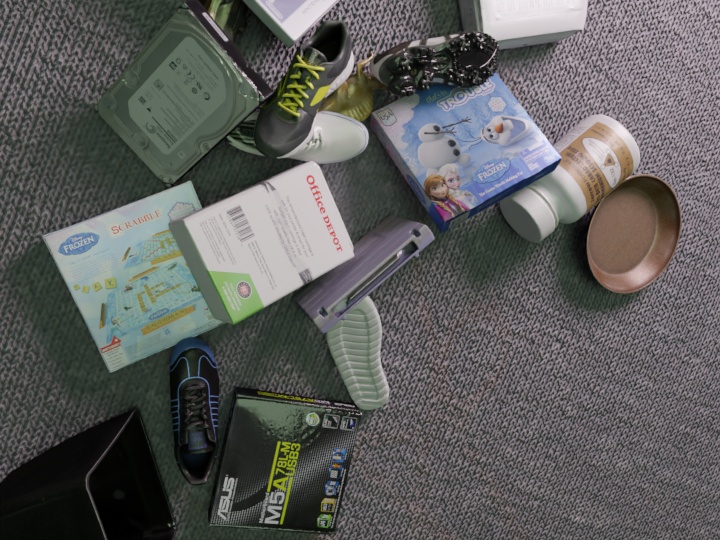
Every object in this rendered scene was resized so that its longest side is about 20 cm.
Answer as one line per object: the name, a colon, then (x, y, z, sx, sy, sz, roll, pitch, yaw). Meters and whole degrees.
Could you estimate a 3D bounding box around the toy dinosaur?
toy dinosaur: (-0.030, -0.250, 0.842, 0.200, 0.058, 0.101, -34, 106, -9)

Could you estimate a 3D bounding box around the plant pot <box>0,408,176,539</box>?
plant pot: (-0.367, 0.325, 0.757, 0.177, 0.200, 0.200, -14, 101, -3)

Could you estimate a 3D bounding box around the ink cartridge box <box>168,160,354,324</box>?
ink cartridge box: (-0.128, -0.040, 0.802, 0.200, 0.084, 0.146, -30, 105, -28)

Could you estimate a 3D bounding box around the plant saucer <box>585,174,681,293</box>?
plant saucer: (0.449, -0.062, 1.001, 0.200, 0.037, 0.201, -6, 106, -19)

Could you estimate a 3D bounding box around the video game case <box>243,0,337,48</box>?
video game case: (-0.113, -0.416, 0.776, 0.200, 0.023, 0.182, 44, 58, -16)

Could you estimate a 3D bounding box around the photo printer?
photo printer: (0.246, -0.423, 0.891, 0.200, 0.069, 0.167, -14, 101, -14)

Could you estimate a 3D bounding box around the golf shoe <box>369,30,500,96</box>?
golf shoe: (0.105, -0.299, 0.838, 0.200, 0.094, 0.078, -15, 123, -28)

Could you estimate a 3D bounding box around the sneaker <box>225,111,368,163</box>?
sneaker: (-0.088, -0.177, 0.809, 0.199, 0.071, 0.073, 0, 114, -3)

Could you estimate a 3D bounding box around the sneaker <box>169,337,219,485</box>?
sneaker: (-0.224, 0.195, 0.817, 0.070, 0.078, 0.201, -6, 109, -20)

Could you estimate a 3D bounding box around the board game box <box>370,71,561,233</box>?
board game box: (0.149, -0.186, 0.862, 0.200, 0.043, 0.199, -29, 74, -10)

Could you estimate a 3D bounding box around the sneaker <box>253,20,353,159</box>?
sneaker: (-0.074, -0.232, 0.742, 0.074, 0.085, 0.200, 27, 73, 4)

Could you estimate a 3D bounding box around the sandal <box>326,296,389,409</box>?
sandal: (-0.005, 0.119, 0.903, 0.082, 0.050, 0.203, -8, 112, 0)

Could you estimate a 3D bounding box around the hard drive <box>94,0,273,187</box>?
hard drive: (-0.224, -0.212, 0.744, 0.200, 0.038, 0.140, -31, 108, 30)

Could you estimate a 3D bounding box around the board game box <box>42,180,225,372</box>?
board game box: (-0.284, 0.006, 0.810, 0.200, 0.041, 0.200, -23, 103, -12)

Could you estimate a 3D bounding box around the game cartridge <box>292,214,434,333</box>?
game cartridge: (0.000, 0.000, 0.844, 0.200, 0.130, 0.038, -40, 108, -7)

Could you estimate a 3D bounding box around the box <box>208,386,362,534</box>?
box: (-0.113, 0.287, 0.892, 0.193, 0.048, 0.201, 13, 93, -19)

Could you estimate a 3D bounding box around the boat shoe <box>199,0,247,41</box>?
boat shoe: (-0.184, -0.334, 0.787, 0.065, 0.073, 0.200, 27, 81, -41)

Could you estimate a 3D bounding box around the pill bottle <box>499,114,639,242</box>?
pill bottle: (0.320, -0.138, 0.924, 0.200, 0.114, 0.114, -39, 105, -8)
